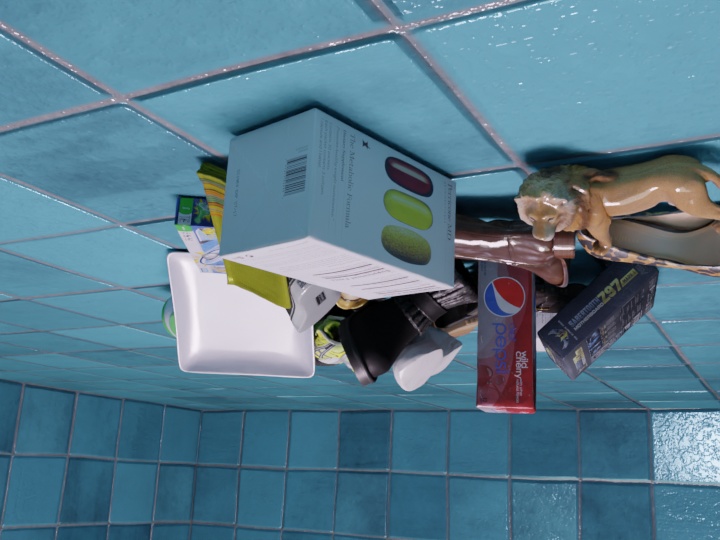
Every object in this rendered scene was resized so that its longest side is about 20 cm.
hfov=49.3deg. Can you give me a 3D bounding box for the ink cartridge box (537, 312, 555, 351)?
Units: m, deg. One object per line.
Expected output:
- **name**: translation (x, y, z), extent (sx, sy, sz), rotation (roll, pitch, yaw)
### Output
- **ink cartridge box**: translation (0.324, 0.089, 1.258), extent (0.200, 0.068, 0.116), rotation (-1, 165, 14)

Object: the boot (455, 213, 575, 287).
- **boot**: translation (0.134, -0.028, 0.879), extent (0.200, 0.064, 0.186), rotation (2, 164, 12)

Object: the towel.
- **towel**: translation (-0.117, -0.028, 0.815), extent (0.086, 0.018, 0.200), rotation (26, 150, 17)

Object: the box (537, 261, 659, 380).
- **box**: translation (0.313, 0.063, 1.027), extent (0.158, 0.051, 0.200), rotation (-44, 156, 3)

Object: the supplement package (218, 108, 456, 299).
- **supplement package**: translation (-0.013, -0.049, 0.713), extent (0.109, 0.114, 0.200), rotation (-9, 162, 40)

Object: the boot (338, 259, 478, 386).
- **boot**: translation (0.064, 0.054, 0.970), extent (0.158, 0.079, 0.211), rotation (-26, -170, 17)

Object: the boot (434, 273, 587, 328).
- **boot**: translation (0.211, 0.047, 1.129), extent (0.174, 0.069, 0.200), rotation (3, 170, -21)

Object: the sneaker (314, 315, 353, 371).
- **sneaker**: translation (-0.038, 0.094, 1.141), extent (0.200, 0.075, 0.076), rotation (0, 134, 49)

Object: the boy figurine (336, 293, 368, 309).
- **boy figurine**: translation (0.000, 0.000, 0.995), extent (0.124, 0.064, 0.200), rotation (4, 163, -17)

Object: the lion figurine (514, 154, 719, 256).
- **lion figurine**: translation (0.246, -0.070, 0.707), extent (0.200, 0.073, 0.122), rotation (-18, 146, 18)

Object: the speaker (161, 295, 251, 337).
- **speaker**: translation (-0.223, 0.061, 1.218), extent (0.200, 0.089, 0.088), rotation (-11, 160, 42)

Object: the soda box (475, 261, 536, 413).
- **soda box**: translation (0.180, 0.073, 0.964), extent (0.070, 0.200, 0.063), rotation (-1, 165, 14)

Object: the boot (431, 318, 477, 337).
- **boot**: translation (0.087, 0.094, 1.273), extent (0.200, 0.072, 0.166), rotation (-4, 170, -23)

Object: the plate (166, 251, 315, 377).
- **plate**: translation (-0.163, 0.059, 1.105), extent (0.200, 0.200, 0.032), rotation (2, -152, 3)

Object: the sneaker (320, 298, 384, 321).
- **sneaker**: translation (-0.023, 0.049, 1.195), extent (0.104, 0.060, 0.200), rotation (-1, 168, 10)

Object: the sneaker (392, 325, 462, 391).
- **sneaker**: translation (0.072, 0.108, 1.090), extent (0.088, 0.075, 0.200), rotation (40, -166, 16)

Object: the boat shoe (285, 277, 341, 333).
- **boat shoe**: translation (-0.068, 0.018, 0.943), extent (0.071, 0.064, 0.200), rotation (-40, 166, -15)

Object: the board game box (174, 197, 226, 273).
- **board game box**: translation (-0.138, -0.035, 0.940), extent (0.135, 0.034, 0.200), rotation (3, 165, -2)

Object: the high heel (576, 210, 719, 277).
- **high heel**: translation (0.324, -0.033, 0.785), extent (0.142, 0.071, 0.200), rotation (6, 175, -37)
